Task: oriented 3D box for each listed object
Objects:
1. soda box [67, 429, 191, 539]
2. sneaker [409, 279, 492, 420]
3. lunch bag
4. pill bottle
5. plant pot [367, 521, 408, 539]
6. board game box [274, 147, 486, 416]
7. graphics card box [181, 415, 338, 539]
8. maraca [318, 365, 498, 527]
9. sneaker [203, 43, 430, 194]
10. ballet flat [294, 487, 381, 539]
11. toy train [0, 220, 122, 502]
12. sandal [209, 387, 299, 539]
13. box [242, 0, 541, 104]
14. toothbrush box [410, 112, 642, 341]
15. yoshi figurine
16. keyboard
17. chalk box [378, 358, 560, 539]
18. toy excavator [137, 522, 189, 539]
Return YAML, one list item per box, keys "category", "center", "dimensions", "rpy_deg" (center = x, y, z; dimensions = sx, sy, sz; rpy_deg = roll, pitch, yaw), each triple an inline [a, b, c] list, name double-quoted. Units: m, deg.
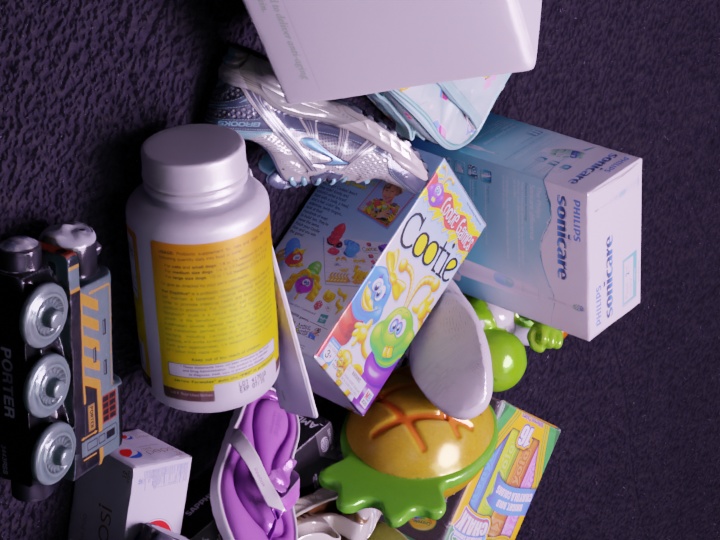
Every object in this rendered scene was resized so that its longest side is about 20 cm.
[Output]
- category: "soda box"
  center: [-0.190, 0.233, 1.370]
  dimensions: [0.063, 0.068, 0.203]
  rpy_deg: [-5, 110, -49]
- category: "sneaker"
  center: [0.080, 0.054, 1.515]
  dimensions: [0.075, 0.201, 0.088]
  rpy_deg: [-38, 137, 16]
- category: "lunch bag"
  center: [0.060, -0.199, 1.467]
  dimensions: [0.200, 0.077, 0.162]
  rpy_deg: [38, 77, -51]
- category: "pill bottle"
  center: [-0.119, -0.003, 1.314]
  dimensions: [0.109, 0.109, 0.202]
  rpy_deg: [-28, 127, -40]
- category: "plant pot"
  center: [-0.041, 0.344, 1.537]
  dimensions: [0.198, 0.187, 0.189]
  rpy_deg: [-18, 121, -28]
- category: "board game box"
  center: [0.000, 0.000, 1.464]
  dimensions: [0.201, 0.104, 0.103]
  rpy_deg: [-56, 141, -15]
- category: "graphics card box"
  center: [-0.096, 0.222, 1.494]
  dimensions: [0.199, 0.051, 0.127]
  rpy_deg: [-38, 132, -33]
- category: "maraca"
  center: [0.043, 0.153, 1.506]
  dimensions: [0.200, 0.136, 0.108]
  rpy_deg: [-52, 146, -51]
- category: "sneaker"
  center: [-0.037, -0.100, 1.376]
  dimensions: [0.199, 0.078, 0.087]
  rpy_deg: [27, 98, -24]
- category: "ballet flat"
  center: [-0.030, 0.221, 1.483]
  dimensions: [0.199, 0.062, 0.068]
  rpy_deg: [-9, 113, -50]
- category: "toy train"
  center: [-0.224, 0.063, 1.248]
  dimensions: [0.114, 0.084, 0.202]
  rpy_deg: [-32, 128, -53]
- category: "sandal"
  center: [-0.076, 0.159, 1.402]
  dimensions: [0.082, 0.204, 0.050]
  rpy_deg: [28, 124, -24]
- category: "box"
  center: [0.018, -0.256, 1.253]
  dimensions: [0.173, 0.198, 0.200]
  rpy_deg: [-81, 157, -43]
- category: "toothbrush box"
  center: [0.146, -0.045, 1.544]
  dimensions: [0.085, 0.199, 0.148]
  rpy_deg: [-31, 128, -38]
- category: "yoshi figurine"
  center: [0.154, 0.065, 1.683]
  dimensions: [0.199, 0.112, 0.114]
  rpy_deg: [-11, 121, -45]
- category: "keyboard"
  center: [-0.072, 0.018, 1.368]
  dimensions: [0.011, 0.056, 0.202]
  rpy_deg: [-20, 99, -31]
- category: "chalk box"
  center: [0.078, 0.208, 1.641]
  dimensions: [0.124, 0.124, 0.202]
  rpy_deg: [28, 86, -52]
- category: "toy excavator"
  center: [-0.107, 0.265, 1.266]
  dimensions: [0.194, 0.199, 0.101]
  rpy_deg: [31, 82, -51]
